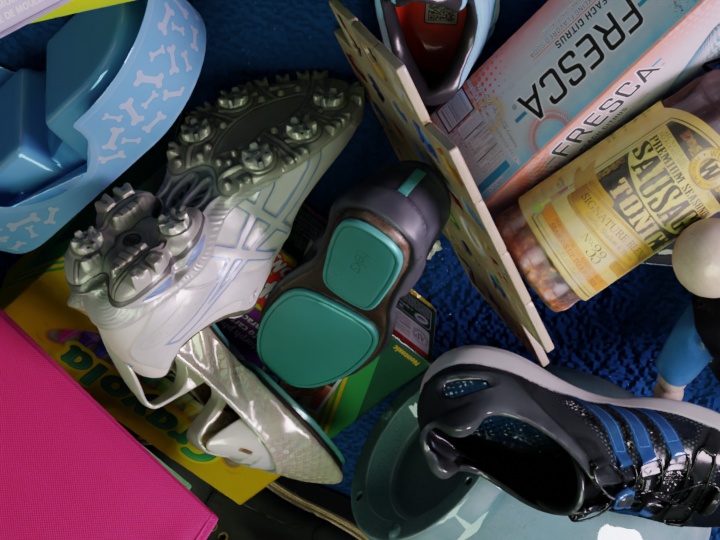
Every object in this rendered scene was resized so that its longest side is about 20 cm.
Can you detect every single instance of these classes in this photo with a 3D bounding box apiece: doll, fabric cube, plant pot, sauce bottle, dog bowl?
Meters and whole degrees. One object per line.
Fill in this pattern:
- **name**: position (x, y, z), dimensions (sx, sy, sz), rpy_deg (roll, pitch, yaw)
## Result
- **doll**: position (0.214, 0.048, 1.045), dimensions (0.136, 0.049, 0.200), rpy_deg (-16, 132, 30)
- **fabric cube**: position (-0.237, 0.155, 1.117), dimensions (0.199, 0.196, 0.200), rpy_deg (46, 145, -9)
- **plant pot**: position (0.080, 0.132, 1.155), dimensions (0.200, 0.201, 0.134), rpy_deg (-34, 124, 28)
- **sauce bottle**: position (0.162, -0.058, 1.018), dimensions (0.200, 0.066, 0.066), rpy_deg (-37, 118, 12)
- **dog bowl**: position (-0.157, -0.084, 1.082), dimensions (0.050, 0.112, 0.200), rpy_deg (30, 126, -34)

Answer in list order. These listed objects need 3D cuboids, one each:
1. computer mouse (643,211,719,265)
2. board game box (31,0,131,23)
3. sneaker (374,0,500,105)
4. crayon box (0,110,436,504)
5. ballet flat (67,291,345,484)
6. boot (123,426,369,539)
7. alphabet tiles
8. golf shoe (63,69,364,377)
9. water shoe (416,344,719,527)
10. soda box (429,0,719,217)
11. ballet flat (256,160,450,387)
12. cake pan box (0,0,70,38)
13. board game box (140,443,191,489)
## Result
- **computer mouse**: position (0.170, -0.067, 1.073), dimensions (0.199, 0.046, 0.141), rpy_deg (5, 101, 26)
- **board game box**: position (-0.102, -0.179, 1.000), dimensions (0.199, 0.102, 0.048), rpy_deg (-10, 127, 14)
- **sneaker**: position (0.041, -0.169, 0.999), dimensions (0.078, 0.090, 0.200), rpy_deg (-1, 128, 7)
- **crayon box**: position (-0.086, 0.028, 1.190), dimensions (0.200, 0.058, 0.172), rpy_deg (38, 123, -22)
- **ballet flat**: position (-0.089, 0.065, 1.137), dimensions (0.200, 0.062, 0.067), rpy_deg (49, 162, -22)
- **boot**: position (-0.086, 0.181, 1.261), dimensions (0.199, 0.139, 0.078), rpy_deg (18, 129, -6)
- **alphabet tiles**: position (0.042, -0.045, 1.060), dimensions (0.006, 0.166, 0.200), rpy_deg (-31, 123, -4)
- **golf shoe**: position (-0.070, -0.027, 1.081), dimensions (0.078, 0.200, 0.097), rpy_deg (27, 147, 37)
- **water shoe**: position (0.121, 0.104, 1.038), dimensions (0.199, 0.079, 0.072), rpy_deg (17, 125, -3)
- **soda box**: position (0.126, -0.108, 1.033), dimensions (0.200, 0.064, 0.068), rpy_deg (-43, 153, 29)
- **ballet flat**: position (0.000, 0.000, 1.076), dimensions (0.073, 0.073, 0.200), rpy_deg (19, 151, -9)
- **cake pan box**: position (-0.153, -0.174, 0.920), dimensions (0.184, 0.200, 0.052), rpy_deg (-27, 122, -6)
- **board game box**: position (-0.207, 0.096, 1.216), dimensions (0.200, 0.029, 0.135), rpy_deg (40, 144, -5)
